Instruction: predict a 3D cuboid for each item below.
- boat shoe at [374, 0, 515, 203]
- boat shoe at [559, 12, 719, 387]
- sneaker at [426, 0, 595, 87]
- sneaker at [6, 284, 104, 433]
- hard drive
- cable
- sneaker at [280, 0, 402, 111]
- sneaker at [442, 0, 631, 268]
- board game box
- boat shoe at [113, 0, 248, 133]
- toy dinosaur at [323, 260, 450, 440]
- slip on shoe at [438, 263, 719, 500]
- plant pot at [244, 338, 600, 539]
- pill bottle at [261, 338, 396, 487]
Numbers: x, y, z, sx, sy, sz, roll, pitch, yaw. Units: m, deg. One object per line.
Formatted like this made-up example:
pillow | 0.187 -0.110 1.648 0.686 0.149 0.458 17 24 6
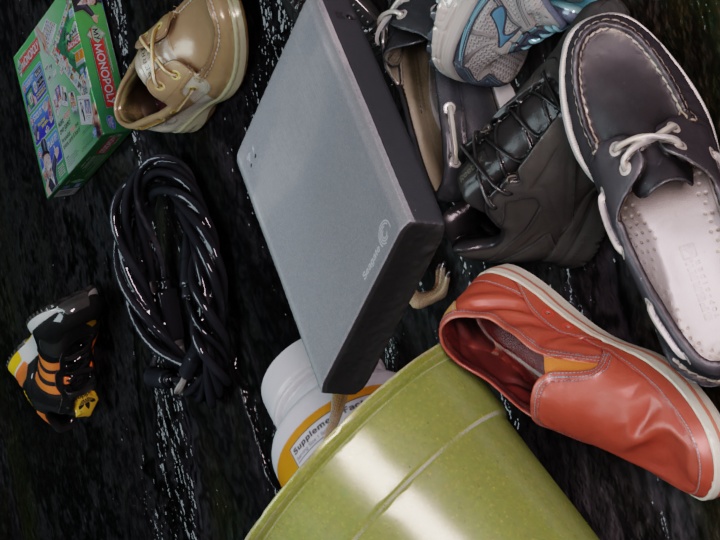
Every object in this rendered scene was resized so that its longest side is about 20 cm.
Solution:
boat shoe | 0.042 -0.133 1.645 0.076 0.060 0.201 117 137 -56
boat shoe | 0.152 -0.038 1.390 0.060 0.074 0.201 45 -151 -83
sneaker | 0.090 -0.149 1.506 0.086 0.078 0.200 29 158 14
sneaker | -0.254 0.082 2.454 0.090 0.070 0.200 59 154 9
hard drive | -0.014 -0.046 1.628 0.140 0.033 0.200 -63 35 37
cable | -0.149 0.009 2.175 0.163 0.051 0.201 -150 54 -61
sneaker | -0.027 -0.192 1.782 0.200 0.060 0.104 56 -162 -11
sneaker | 0.101 -0.066 1.497 0.200 0.090 0.076 108 148 -46
board game box | -0.249 -0.153 2.370 0.200 0.029 0.135 145 113 -66
boat shoe | -0.135 -0.152 2.050 0.200 0.066 0.074 125 130 -60
toy dinosaur | 0.000 0.000 1.747 0.058 0.101 0.201 -161 66 -69
slip on shoe | 0.122 0.067 1.502 0.200 0.061 0.074 36 142 32
plant pot | 0.059 0.175 1.573 0.190 0.200 0.200 44 146 14
pill bottle | 0.009 0.135 1.774 0.111 0.111 0.200 102 149 -43
